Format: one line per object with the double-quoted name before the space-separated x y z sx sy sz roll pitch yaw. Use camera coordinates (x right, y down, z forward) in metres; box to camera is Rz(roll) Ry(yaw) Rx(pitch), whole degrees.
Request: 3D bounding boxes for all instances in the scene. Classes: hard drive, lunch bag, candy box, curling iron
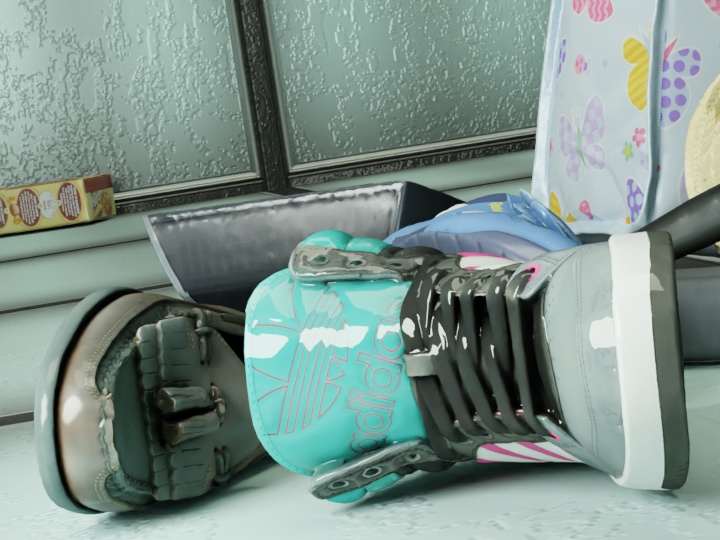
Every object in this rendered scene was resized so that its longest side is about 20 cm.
"hard drive" 0.000 0.000 1.133 0.134 0.043 0.200 -7 -10 20
"lunch bag" 0.178 -0.106 1.180 0.169 0.201 0.127 5 0 -26
"candy box" -0.404 -0.074 3.014 0.199 0.056 0.115 -7 5 11
"curling iron" 0.151 -0.034 0.995 0.049 0.026 0.200 16 -32 -37

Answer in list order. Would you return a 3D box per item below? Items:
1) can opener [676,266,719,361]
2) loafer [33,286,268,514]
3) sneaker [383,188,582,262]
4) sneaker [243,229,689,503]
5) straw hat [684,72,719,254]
"can opener" 0.157 -0.002 0.950 0.053 0.067 0.200 -13 6 -42
"loafer" -0.053 0.039 0.856 0.063 0.072 0.200 -2 4 12
"sneaker" 0.056 0.004 0.946 0.082 0.074 0.200 -24 10 -18
"sneaker" 0.027 0.025 0.734 0.120 0.084 0.200 -4 -4 -3
"straw hat" 0.239 -0.035 1.042 0.200 0.085 0.202 -19 43 19
